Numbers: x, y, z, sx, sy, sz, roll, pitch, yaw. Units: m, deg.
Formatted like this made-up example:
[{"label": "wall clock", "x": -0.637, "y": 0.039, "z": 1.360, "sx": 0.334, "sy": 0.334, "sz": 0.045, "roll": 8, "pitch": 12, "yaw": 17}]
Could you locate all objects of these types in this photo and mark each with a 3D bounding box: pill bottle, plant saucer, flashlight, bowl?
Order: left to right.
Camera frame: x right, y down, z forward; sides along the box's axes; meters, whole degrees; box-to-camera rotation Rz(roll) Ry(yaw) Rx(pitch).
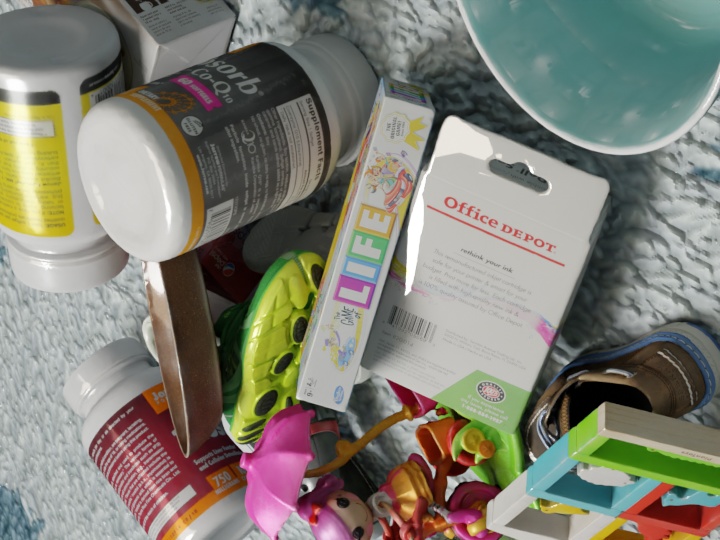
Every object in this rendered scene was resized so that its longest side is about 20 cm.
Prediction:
[{"label": "pill bottle", "x": -0.232, "y": -0.090, "z": 1.398, "sx": 0.114, "sy": 0.114, "sz": 0.201, "roll": 31, "pitch": 135, "yaw": 38}, {"label": "pill bottle", "x": -0.178, "y": 0.162, "z": 1.648, "sx": 0.200, "sy": 0.113, "sz": 0.113, "roll": 50, "pitch": 145, "yaw": 17}, {"label": "plant saucer", "x": -0.132, "y": 0.036, "z": 1.347, "sx": 0.200, "sy": 0.034, "sz": 0.201, "roll": 170, "pitch": 90, "yaw": -79}, {"label": "pill bottle", "x": -0.086, "y": -0.091, "z": 1.265, "sx": 0.116, "sy": 0.200, "sz": 0.117, "roll": 29, "pitch": 133, "yaw": 38}, {"label": "flashlight", "x": -0.019, "y": 0.191, "z": 1.420, "sx": 0.068, "sy": 0.068, "sz": 0.200, "roll": -34, "pitch": 69, "yaw": 26}, {"label": "bowl", "x": 0.151, "y": -0.173, "z": 0.979, "sx": 0.201, "sy": 0.105, "sz": 0.201, "roll": 33, "pitch": 137, "yaw": 38}]

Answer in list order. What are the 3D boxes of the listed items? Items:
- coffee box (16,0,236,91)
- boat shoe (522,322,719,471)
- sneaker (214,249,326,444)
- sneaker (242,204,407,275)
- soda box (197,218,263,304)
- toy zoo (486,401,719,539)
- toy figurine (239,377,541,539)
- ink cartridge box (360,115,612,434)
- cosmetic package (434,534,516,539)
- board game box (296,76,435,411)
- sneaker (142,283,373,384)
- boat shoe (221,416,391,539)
[{"label": "coffee box", "x": -0.196, "y": -0.217, "z": 1.435, "sx": 0.200, "sy": 0.080, "sz": 0.114, "roll": 49, "pitch": 144, "yaw": 18}, {"label": "boat shoe", "x": 0.152, "y": 0.091, "z": 1.191, "sx": 0.072, "sy": 0.072, "sz": 0.200, "roll": 56, "pitch": 147, "yaw": 8}, {"label": "sneaker", "x": -0.076, "y": 0.050, "z": 1.341, "sx": 0.084, "sy": 0.074, "sz": 0.200, "roll": 53, "pitch": 145, "yaw": 25}, {"label": "sneaker", "x": 0.000, "y": 0.000, "z": 1.356, "sx": 0.200, "sy": 0.077, "sz": 0.082, "roll": 14, "pitch": 151, "yaw": 49}, {"label": "soda box", "x": -0.154, "y": -0.041, "z": 1.495, "sx": 0.200, "sy": 0.070, "sz": 0.063, "roll": 22, "pitch": 160, "yaw": 45}, {"label": "toy zoo", "x": 0.168, "y": 0.147, "z": 1.177, "sx": 0.200, "sy": 0.131, "sz": 0.021, "roll": 127, "pitch": 153, "yaw": -54}, {"label": "toy figurine", "x": 0.011, "y": 0.147, "z": 1.286, "sx": 0.201, "sy": 0.184, "sz": 0.150, "roll": 64, "pitch": 163, "yaw": 6}, {"label": "ink cartridge box", "x": 0.084, "y": -0.008, "z": 1.166, "sx": 0.117, "sy": 0.067, "sz": 0.200, "roll": 24, "pitch": 124, "yaw": 8}, {"label": "cosmetic package", "x": 0.120, "y": 0.288, "z": 1.374, "sx": 0.103, "sy": 0.073, "sz": 0.200, "roll": -29, "pitch": 89, "yaw": 57}, {"label": "board game box", "x": 0.003, "y": -0.021, "z": 1.202, "sx": 0.134, "sy": 0.034, "sz": 0.201, "roll": -94, "pitch": 20, "yaw": -79}, {"label": "sneaker", "x": -0.089, "y": 0.066, "z": 1.461, "sx": 0.200, "sy": 0.115, "sz": 0.074, "roll": 17, "pitch": 124, "yaw": 45}, {"label": "boat shoe", "x": -0.050, "y": 0.148, "z": 1.509, "sx": 0.200, "sy": 0.069, "sz": 0.057, "roll": 38, "pitch": 139, "yaw": 35}]
